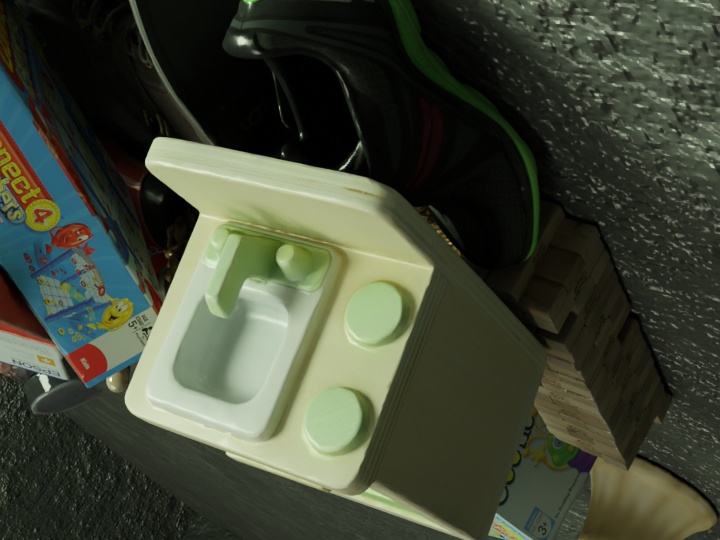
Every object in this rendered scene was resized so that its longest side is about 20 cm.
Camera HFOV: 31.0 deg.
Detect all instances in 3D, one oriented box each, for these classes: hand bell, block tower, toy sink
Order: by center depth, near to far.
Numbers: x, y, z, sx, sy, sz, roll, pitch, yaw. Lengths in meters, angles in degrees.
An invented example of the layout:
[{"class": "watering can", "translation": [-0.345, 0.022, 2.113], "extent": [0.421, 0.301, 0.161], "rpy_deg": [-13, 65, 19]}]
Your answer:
[{"class": "toy sink", "translation": [-0.018, 0.041, 0.591], "extent": [0.130, 0.113, 0.200], "rpy_deg": [13, 164, 31]}, {"class": "block tower", "translation": [0.115, 0.040, 0.703], "extent": [0.054, 0.058, 0.200], "rpy_deg": [20, 160, 36]}, {"class": "hand bell", "translation": [0.161, 0.236, 0.915], "extent": [0.104, 0.201, 0.104], "rpy_deg": [30, 162, 10]}]

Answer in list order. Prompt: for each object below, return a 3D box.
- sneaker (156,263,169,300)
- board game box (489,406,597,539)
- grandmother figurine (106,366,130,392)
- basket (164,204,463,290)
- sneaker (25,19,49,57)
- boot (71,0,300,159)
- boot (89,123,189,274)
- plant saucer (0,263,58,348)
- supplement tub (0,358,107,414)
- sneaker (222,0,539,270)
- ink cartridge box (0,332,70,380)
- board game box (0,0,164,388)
[{"class": "sneaker", "translation": [-0.040, 0.033, 0.938], "extent": [0.112, 0.074, 0.199], "rpy_deg": [-23, 146, 40]}, {"class": "board game box", "translation": [0.066, 0.113, 0.910], "extent": [0.103, 0.105, 0.200], "rpy_deg": [37, 164, -18]}, {"class": "grandmother figurine", "translation": [-0.175, 0.027, 0.930], "extent": [0.060, 0.122, 0.200], "rpy_deg": [3, 171, -6]}, {"class": "basket", "translation": [0.000, 0.000, 0.789], "extent": [0.200, 0.149, 0.143], "rpy_deg": [39, -165, -22]}, {"class": "sneaker", "translation": [-0.265, -0.133, 0.880], "extent": [0.085, 0.077, 0.200], "rpy_deg": [40, 161, 1]}, {"class": "boot", "translation": [-0.100, -0.112, 0.652], "extent": [0.174, 0.069, 0.201], "rpy_deg": [32, 154, 45]}, {"class": "boot", "translation": [-0.152, -0.023, 0.989], "extent": [0.144, 0.073, 0.200], "rpy_deg": [25, 158, 21]}, {"class": "plant saucer", "translation": [-0.260, -0.004, 0.727], "extent": [0.198, 0.037, 0.200], "rpy_deg": [16, 171, 6]}, {"class": "supplement tub", "translation": [-0.284, 0.020, 1.131], "extent": [0.107, 0.106, 0.201], "rpy_deg": [90, 156, -70]}, {"class": "sneaker", "translation": [0.008, -0.060, 0.566], "extent": [0.077, 0.084, 0.200], "rpy_deg": [12, 153, 51]}, {"class": "ink cartridge box", "translation": [-0.299, -0.001, 0.900], "extent": [0.195, 0.044, 0.200], "rpy_deg": [16, 156, 4]}, {"class": "board game box", "translation": [-0.187, -0.069, 0.720], "extent": [0.196, 0.056, 0.200], "rpy_deg": [63, 178, -34]}]
